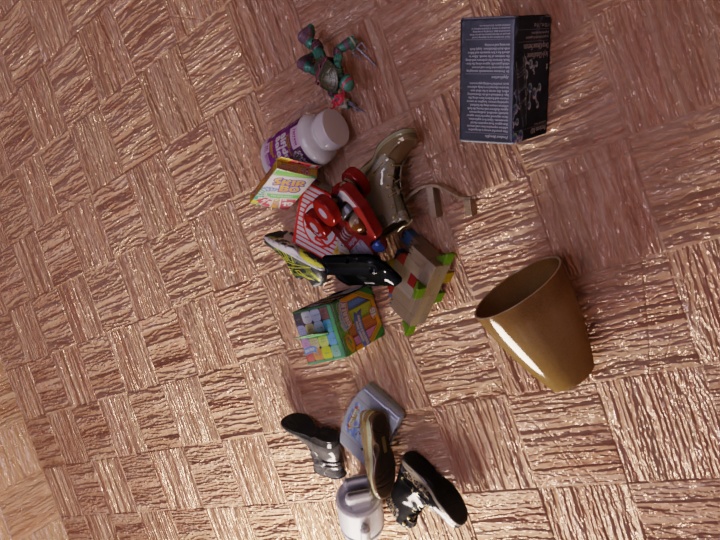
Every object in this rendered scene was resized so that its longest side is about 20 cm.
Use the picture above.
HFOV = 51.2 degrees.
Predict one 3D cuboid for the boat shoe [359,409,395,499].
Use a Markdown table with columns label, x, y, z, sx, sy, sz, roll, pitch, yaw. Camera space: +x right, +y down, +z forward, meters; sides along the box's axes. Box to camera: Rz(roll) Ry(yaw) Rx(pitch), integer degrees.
| label | x | y | z | sx | sy | sz | roll | pitch | yaw |
| --- | --- | --- | --- | --- | --- | --- | --- | --- | --- |
| boat shoe | 0.033 | 0.420 | 1.731 | 0.075 | 0.070 | 0.206 | 2 | 97 | 50 |

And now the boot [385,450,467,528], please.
| label | x | y | z | sx | sy | sz | roll | pitch | yaw |
| --- | --- | --- | --- | --- | --- | --- | --- | --- | --- |
| boot | 0.144 | 0.532 | 1.710 | 0.200 | 0.072 | 0.153 | 43 | 125 | 24 |

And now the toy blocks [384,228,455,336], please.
| label | x | y | z | sx | sy | sz | roll | pitch | yaw |
| --- | --- | --- | --- | --- | --- | --- | --- | --- | --- |
| toy blocks | 0.103 | 0.011 | 1.571 | 0.137 | 0.098 | 0.204 | 43 | 127 | 33 |

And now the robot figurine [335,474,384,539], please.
| label | x | y | z | sx | sy | sz | roll | pitch | yaw |
| --- | --- | --- | --- | --- | --- | --- | --- | --- | --- |
| robot figurine | 0.001 | 0.576 | 1.797 | 0.109 | 0.172 | 0.204 | -7 | 130 | -1 |

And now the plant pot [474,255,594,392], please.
| label | x | y | z | sx | sy | sz | roll | pitch | yaw |
| --- | --- | --- | --- | --- | --- | --- | --- | --- | --- |
| plant pot | 0.334 | 0.112 | 1.367 | 0.184 | 0.186 | 0.202 | -28 | 100 | 40 |

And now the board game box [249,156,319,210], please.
| label | x | y | z | sx | sy | sz | roll | pitch | yaw |
| --- | --- | --- | --- | --- | --- | --- | --- | --- | --- |
| board game box | -0.168 | -0.188 | 1.646 | 0.200 | 0.093 | 0.031 | 140 | 133 | -55 |

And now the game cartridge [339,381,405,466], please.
| label | x | y | z | sx | sy | sz | roll | pitch | yaw |
| --- | --- | --- | --- | --- | --- | --- | --- | --- | --- |
| game cartridge | 0.021 | 0.370 | 1.781 | 0.132 | 0.041 | 0.203 | 35 | 123 | 20 |

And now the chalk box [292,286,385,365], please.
| label | x | y | z | sx | sy | sz | roll | pitch | yaw |
| --- | --- | --- | --- | --- | --- | --- | --- | --- | --- |
| chalk box | -0.059 | 0.126 | 1.655 | 0.123 | 0.198 | 0.127 | -14 | 96 | 40 |

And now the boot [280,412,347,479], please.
| label | x | y | z | sx | sy | sz | roll | pitch | yaw |
| --- | --- | --- | --- | --- | --- | --- | --- | --- | --- |
| boot | -0.123 | 0.452 | 1.906 | 0.197 | 0.069 | 0.135 | 18 | 126 | 42 |

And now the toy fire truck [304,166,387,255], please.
| label | x | y | z | sx | sy | sz | roll | pitch | yaw |
| --- | --- | --- | --- | --- | --- | --- | --- | --- | --- |
| toy fire truck | -0.014 | -0.098 | 1.522 | 0.168 | 0.112 | 0.200 | 47 | 158 | -1 |

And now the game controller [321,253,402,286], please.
| label | x | y | z | sx | sy | sz | roll | pitch | yaw |
| --- | --- | --- | --- | --- | --- | --- | --- | --- | --- |
| game controller | 0.000 | 0.000 | 1.569 | 0.198 | 0.103 | 0.043 | 1 | 68 | 53 |

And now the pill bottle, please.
| label | x | y | z | sx | sy | sz | roll | pitch | yaw |
| --- | --- | --- | --- | --- | --- | --- | --- | --- | --- |
| pill bottle | -0.119 | -0.271 | 1.630 | 0.197 | 0.111 | 0.115 | -22 | 91 | 41 |

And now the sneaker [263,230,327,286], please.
| label | x | y | z | sx | sy | sz | roll | pitch | yaw |
| --- | --- | --- | --- | --- | --- | --- | --- | --- | --- |
| sneaker | -0.155 | -0.026 | 1.764 | 0.197 | 0.074 | 0.087 | 28 | 121 | 28 |

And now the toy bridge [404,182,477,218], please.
| label | x | y | z | sx | sy | sz | roll | pitch | yaw |
| --- | --- | --- | --- | --- | --- | --- | --- | --- | --- |
| toy bridge | 0.149 | -0.141 | 1.513 | 0.196 | 0.027 | 0.069 | -1 | 103 | 40 |

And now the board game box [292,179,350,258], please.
| label | x | y | z | sx | sy | sz | roll | pitch | yaw |
| --- | --- | --- | --- | --- | --- | --- | --- | --- | --- |
| board game box | -0.057 | -0.098 | 1.679 | 0.197 | 0.046 | 0.155 | 28 | 120 | 29 |

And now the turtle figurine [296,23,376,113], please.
| label | x | y | z | sx | sy | sz | roll | pitch | yaw |
| --- | --- | --- | --- | --- | --- | --- | --- | --- | --- |
| turtle figurine | -0.054 | -0.414 | 1.545 | 0.199 | 0.099 | 0.152 | 41 | 126 | 27 |

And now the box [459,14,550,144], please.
| label | x | y | z | sx | sy | sz | roll | pitch | yaw |
| --- | --- | --- | --- | --- | --- | --- | --- | --- | --- |
| box | 0.249 | -0.330 | 1.292 | 0.105 | 0.147 | 0.206 | 11 | 112 | 35 |

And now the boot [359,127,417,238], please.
| label | x | y | z | sx | sy | sz | roll | pitch | yaw |
| --- | --- | --- | --- | --- | --- | --- | --- | --- | --- |
| boot | 0.070 | -0.173 | 1.511 | 0.200 | 0.071 | 0.158 | -45 | 57 | 45 |
